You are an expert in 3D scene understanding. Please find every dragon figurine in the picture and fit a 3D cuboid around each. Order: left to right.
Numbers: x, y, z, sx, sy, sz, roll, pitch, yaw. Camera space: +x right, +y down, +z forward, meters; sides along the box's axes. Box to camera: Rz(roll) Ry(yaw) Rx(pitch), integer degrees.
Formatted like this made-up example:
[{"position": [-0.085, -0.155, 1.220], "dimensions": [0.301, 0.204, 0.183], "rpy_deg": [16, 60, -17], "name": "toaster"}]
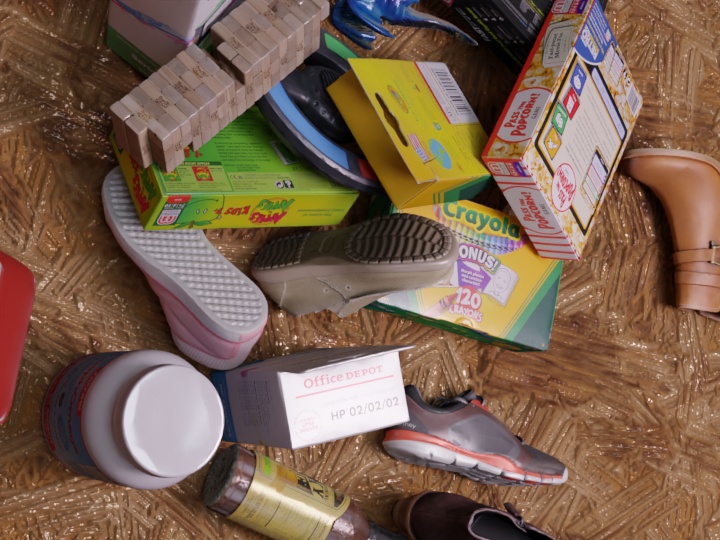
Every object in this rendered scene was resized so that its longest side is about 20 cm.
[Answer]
[{"position": [0.011, -0.248, 1.347], "dimensions": [0.199, 0.059, 0.100], "rpy_deg": [40, 70, -18], "name": "dragon figurine"}]

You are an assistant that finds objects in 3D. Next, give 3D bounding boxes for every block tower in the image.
[{"position": [-0.112, -0.162, 1.171], "dimensions": [0.054, 0.058, 0.200], "rpy_deg": [41, 69, 16], "name": "block tower"}]

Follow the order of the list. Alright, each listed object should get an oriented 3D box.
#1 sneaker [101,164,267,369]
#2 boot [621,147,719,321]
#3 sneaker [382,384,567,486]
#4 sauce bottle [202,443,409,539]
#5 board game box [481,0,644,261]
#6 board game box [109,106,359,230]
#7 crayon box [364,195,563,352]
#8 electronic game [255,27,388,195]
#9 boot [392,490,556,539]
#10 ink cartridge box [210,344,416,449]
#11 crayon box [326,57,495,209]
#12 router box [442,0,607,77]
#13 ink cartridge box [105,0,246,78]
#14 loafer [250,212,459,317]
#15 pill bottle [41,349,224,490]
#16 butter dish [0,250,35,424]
[{"position": [-0.160, 0.004, 1.242], "dimensions": [0.075, 0.105, 0.200], "rpy_deg": [-33, 71, -27], "name": "sneaker"}, {"position": [0.345, -0.037, 1.494], "dimensions": [0.198, 0.074, 0.157], "rpy_deg": [18, 82, -22], "name": "boot"}, {"position": [0.118, 0.156, 1.364], "dimensions": [0.198, 0.077, 0.083], "rpy_deg": [18, 72, -25], "name": "sneaker"}, {"position": [-0.045, 0.221, 1.282], "dimensions": [0.198, 0.064, 0.065], "rpy_deg": [29, 74, -24], "name": "sauce bottle"}, {"position": [0.197, -0.136, 1.352], "dimensions": [0.152, 0.046, 0.202], "rpy_deg": [53, 53, -42], "name": "board game box"}, {"position": [-0.108, -0.091, 1.240], "dimensions": [0.198, 0.048, 0.102], "rpy_deg": [-3, 55, -36], "name": "board game box"}, {"position": [0.096, -0.002, 1.371], "dimensions": [0.198, 0.058, 0.121], "rpy_deg": [16, 79, -25], "name": "crayon box"}, {"position": [-0.026, -0.150, 1.280], "dimensions": [0.199, 0.042, 0.201], "rpy_deg": [33, 33, -25], "name": "electronic game"}, {"position": [0.137, 0.258, 1.311], "dimensions": [0.198, 0.166, 0.073], "rpy_deg": [25, 76, -23], "name": "boot"}, {"position": [-0.038, 0.107, 1.216], "dimensions": [0.114, 0.199, 0.069], "rpy_deg": [-11, 91, -26], "name": "ink cartridge box"}, {"position": [0.047, -0.123, 1.265], "dimensions": [0.128, 0.051, 0.199], "rpy_deg": [61, 26, 10], "name": "crayon box"}, {"position": [0.165, -0.286, 1.385], "dimensions": [0.199, 0.062, 0.152], "rpy_deg": [36, 69, -45], "name": "router box"}, {"position": [-0.134, -0.256, 1.190], "dimensions": [0.084, 0.200, 0.145], "rpy_deg": [37, 70, -1], "name": "ink cartridge box"}, {"position": [0.000, 0.000, 1.271], "dimensions": [0.069, 0.197, 0.076], "rpy_deg": [67, 33, -34], "name": "loafer"}, {"position": [-0.181, 0.118, 1.143], "dimensions": [0.107, 0.199, 0.111], "rpy_deg": [2, 84, -26], "name": "pill bottle"}, {"position": [-0.371, 0.053, 1.093], "dimensions": [0.198, 0.148, 0.201], "rpy_deg": [29, 30, -22], "name": "butter dish"}]
